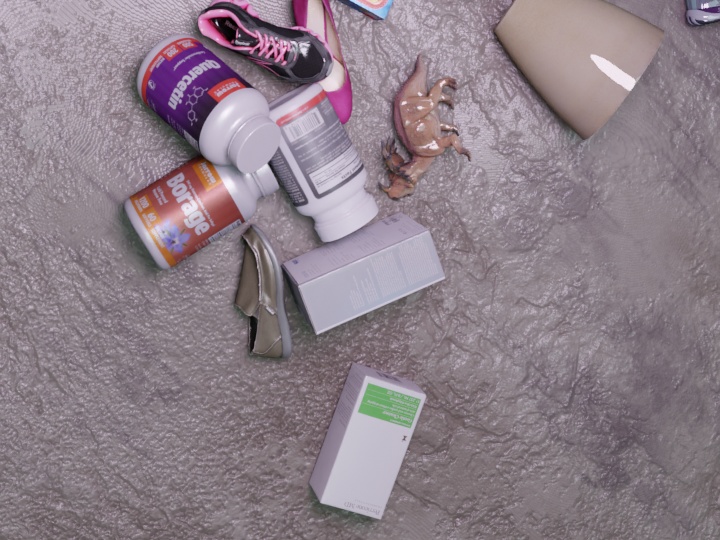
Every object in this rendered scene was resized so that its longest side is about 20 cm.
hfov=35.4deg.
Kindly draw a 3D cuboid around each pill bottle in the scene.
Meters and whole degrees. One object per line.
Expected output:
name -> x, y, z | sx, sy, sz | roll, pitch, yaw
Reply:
pill bottle -> -0.198, -0.217, 1.488 | 0.200, 0.112, 0.113 | 41, 90, 24
pill bottle -> -0.061, -0.149, 1.576 | 0.115, 0.116, 0.202 | -30, 106, -6
pill bottle -> -0.216, -0.098, 1.552 | 0.199, 0.112, 0.113 | -32, 105, -5

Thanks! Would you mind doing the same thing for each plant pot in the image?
plant pot -> 0.296, -0.323, 1.606 | 0.199, 0.187, 0.188 | 36, 91, -3

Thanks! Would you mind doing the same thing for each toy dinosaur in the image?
toy dinosaur -> 0.078, -0.206, 1.618 | 0.133, 0.086, 0.203 | -12, 97, -3

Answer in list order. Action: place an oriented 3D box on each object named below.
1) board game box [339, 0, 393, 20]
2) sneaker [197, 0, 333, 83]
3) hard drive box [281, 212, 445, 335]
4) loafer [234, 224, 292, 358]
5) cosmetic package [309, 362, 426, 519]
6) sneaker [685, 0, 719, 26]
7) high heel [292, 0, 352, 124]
board game box -> -0.015, -0.481, 1.557 | 0.198, 0.056, 0.198 | 24, 94, -16
sneaker -> -0.132, -0.304, 1.510 | 0.198, 0.095, 0.080 | 25, 111, 9
hard drive box -> 0.000, 0.000, 1.597 | 0.198, 0.156, 0.078 | -23, 106, -7
loafer -> -0.146, 0.036, 1.612 | 0.069, 0.075, 0.203 | -14, 103, -14
cosmetic package -> 0.009, 0.254, 1.683 | 0.106, 0.085, 0.203 | 17, 95, -18
sneaker -> 0.582, -0.430, 1.695 | 0.197, 0.074, 0.089 | -14, 98, -9
high heel -> -0.047, -0.299, 1.562 | 0.066, 0.096, 0.203 | -15, 103, -10
